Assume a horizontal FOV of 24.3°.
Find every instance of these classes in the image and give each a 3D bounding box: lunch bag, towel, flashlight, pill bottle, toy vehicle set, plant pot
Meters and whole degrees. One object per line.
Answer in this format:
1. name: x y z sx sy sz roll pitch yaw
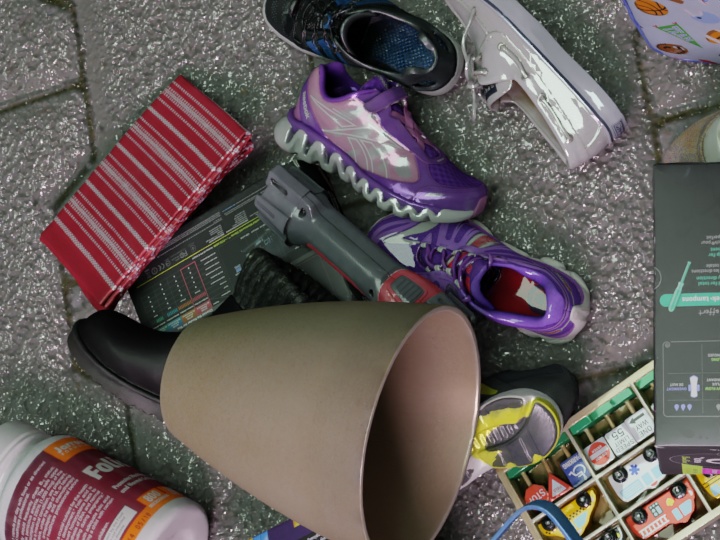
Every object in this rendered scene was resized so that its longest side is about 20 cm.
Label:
1. lunch bag: 0.269 -0.206 1.208 0.159 0.200 0.076 14 81 26
2. towel: -0.189 -0.068 1.461 0.200 0.022 0.145 -49 43 0
3. flashlight: 0.000 0.000 1.324 0.200 0.068 0.068 40 108 24
4. pill bottle: -0.240 0.212 1.448 0.199 0.114 0.115 23 94 25
5. toy vehicle set: 0.216 0.153 1.290 0.199 0.026 0.125 -37 70 17
6. plant pot: -0.040 0.098 1.222 0.198 0.187 0.189 12 89 26

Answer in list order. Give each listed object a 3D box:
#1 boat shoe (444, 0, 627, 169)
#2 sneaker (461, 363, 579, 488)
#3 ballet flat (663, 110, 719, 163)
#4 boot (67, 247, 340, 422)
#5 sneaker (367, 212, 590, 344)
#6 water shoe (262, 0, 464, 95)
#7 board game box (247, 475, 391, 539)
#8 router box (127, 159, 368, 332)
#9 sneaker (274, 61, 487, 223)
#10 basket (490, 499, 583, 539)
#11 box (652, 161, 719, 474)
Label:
1. boat shoe: 0.115 -0.156 1.341 0.086 0.075 0.202 -41 75 -3
2. sneaker: 0.095 0.126 1.330 0.199 0.084 0.075 -15 103 43
3. ballet flat: 0.316 -0.103 1.249 0.198 0.067 0.069 -13 79 23
4. boot: -0.124 0.045 1.358 0.210 0.079 0.159 29 104 13
5. sneaker: 0.087 -0.003 1.335 0.198 0.083 0.081 18 92 26
6. water shoe: -0.006 -0.208 1.402 0.199 0.079 0.072 22 94 25
7. board game box: -0.033 0.274 1.291 0.199 0.057 0.167 -29 56 26
8. router box: -0.092 0.020 1.427 0.199 0.062 0.151 -29 73 19
9. sneaker: 0.021 -0.109 1.369 0.199 0.080 0.089 30 114 24
10. basket: 0.143 0.291 1.238 0.200 0.139 0.177 49 120 17
11. box: 0.270 0.038 1.188 0.123 0.149 0.202 -1 76 13
